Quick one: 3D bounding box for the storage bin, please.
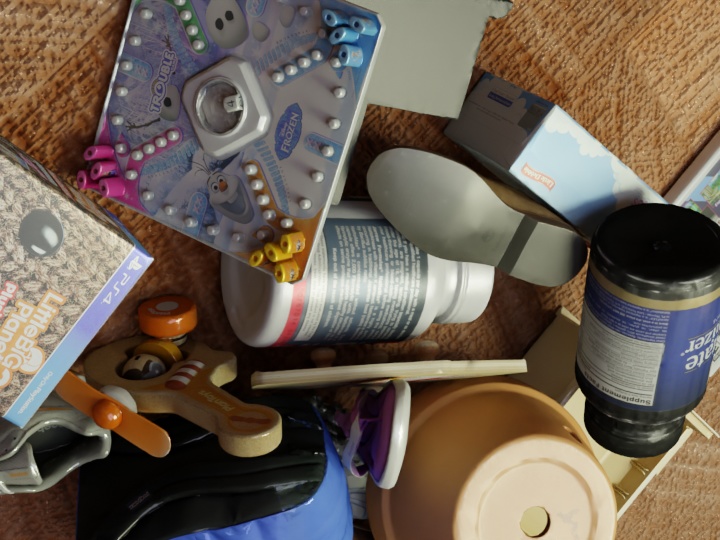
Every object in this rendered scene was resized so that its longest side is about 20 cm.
[{"bbox_3d":[0.202,0.173,1.345,0.199,0.094,0.200,40,89,-32],"label":"storage bin"}]

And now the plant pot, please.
[{"bbox_3d":[0.117,0.190,1.171,0.200,0.140,0.200,-1,92,-14],"label":"plant pot"}]

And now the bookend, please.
[{"bbox_3d":[-0.013,-0.141,1.111,0.200,0.092,0.199,6,109,-30],"label":"bookend"}]

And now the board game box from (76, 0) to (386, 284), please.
[{"bbox_3d":[-0.100,-0.116,1.024,0.026,0.200,0.200,-15,127,-63],"label":"board game box"}]

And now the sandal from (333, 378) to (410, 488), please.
[{"bbox_3d":[0.003,0.126,1.121,0.050,0.203,0.083,5,83,-6],"label":"sandal"}]

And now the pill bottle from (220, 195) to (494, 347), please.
[{"bbox_3d":[0.000,0.000,1.158,0.200,0.120,0.120,0,110,-26],"label":"pill bottle"}]

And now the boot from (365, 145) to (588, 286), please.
[{"bbox_3d":[0.082,-0.050,1.133,0.200,0.075,0.074,24,112,-27],"label":"boot"}]

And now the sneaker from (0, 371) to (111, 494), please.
[{"bbox_3d":[-0.283,0.141,1.088,0.200,0.092,0.076,-24,118,-16],"label":"sneaker"}]

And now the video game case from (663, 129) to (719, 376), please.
[{"bbox_3d":[0.346,-0.021,1.382,0.200,0.023,0.182,-50,123,0],"label":"video game case"}]

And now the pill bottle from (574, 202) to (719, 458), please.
[{"bbox_3d":[0.234,0.054,1.180,0.112,0.112,0.200,-17,132,-20],"label":"pill bottle"}]

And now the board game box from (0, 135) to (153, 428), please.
[{"bbox_3d":[-0.281,-0.013,1.024,0.200,0.097,0.159,37,91,-33],"label":"board game box"}]

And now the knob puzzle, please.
[{"bbox_3d":[0.000,0.075,1.148,0.220,0.220,0.030,0,83,-27],"label":"knob puzzle"}]

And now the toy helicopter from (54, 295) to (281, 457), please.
[{"bbox_3d":[-0.138,0.094,1.078,0.132,0.200,0.079,-20,119,-38],"label":"toy helicopter"}]

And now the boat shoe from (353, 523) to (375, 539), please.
[{"bbox_3d":[0.030,0.259,1.280,0.072,0.076,0.200,-30,147,13],"label":"boat shoe"}]

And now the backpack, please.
[{"bbox_3d":[-0.104,0.193,1.140,0.200,0.163,0.168,-19,128,3],"label":"backpack"}]

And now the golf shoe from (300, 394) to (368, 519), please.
[{"bbox_3d":[-0.008,0.187,1.271,0.200,0.078,0.097,35,111,-29],"label":"golf shoe"}]

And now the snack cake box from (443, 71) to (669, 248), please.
[{"bbox_3d":[0.178,-0.076,1.220,0.200,0.115,0.067,35,92,-33],"label":"snack cake box"}]
